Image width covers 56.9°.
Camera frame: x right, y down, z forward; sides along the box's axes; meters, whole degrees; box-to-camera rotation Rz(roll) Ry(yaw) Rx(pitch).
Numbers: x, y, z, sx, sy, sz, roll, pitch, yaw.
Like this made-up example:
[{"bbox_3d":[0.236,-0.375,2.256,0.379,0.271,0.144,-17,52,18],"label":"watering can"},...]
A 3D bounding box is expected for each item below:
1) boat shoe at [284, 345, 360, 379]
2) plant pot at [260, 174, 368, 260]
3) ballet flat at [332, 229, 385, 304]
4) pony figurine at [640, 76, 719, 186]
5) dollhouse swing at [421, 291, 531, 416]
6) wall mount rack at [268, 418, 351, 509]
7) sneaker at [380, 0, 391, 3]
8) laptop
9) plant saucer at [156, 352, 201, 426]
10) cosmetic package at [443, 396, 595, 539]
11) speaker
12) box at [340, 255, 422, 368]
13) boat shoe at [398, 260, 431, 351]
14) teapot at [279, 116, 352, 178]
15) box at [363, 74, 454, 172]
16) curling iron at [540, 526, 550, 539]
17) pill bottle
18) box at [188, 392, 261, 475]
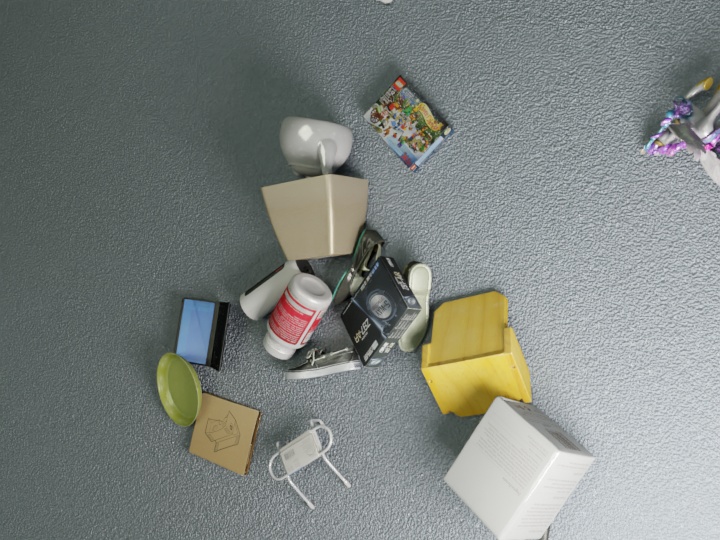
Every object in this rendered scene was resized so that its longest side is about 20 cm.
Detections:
[{"bbox_3d":[-0.096,0.219,1.598,0.197,0.073,0.069,-15,79,26],"label":"boat shoe"},{"bbox_3d":[-0.099,-0.120,1.601,0.197,0.199,0.180,-7,89,28],"label":"plant pot"},{"bbox_3d":[0.000,0.000,1.590,0.068,0.068,0.203,26,95,21],"label":"ballet flat"},{"bbox_3d":[0.639,-0.261,1.240,0.200,0.166,0.194,-45,31,19],"label":"pony figurine"},{"bbox_3d":[0.253,0.178,1.432,0.197,0.177,0.184,-15,115,26],"label":"dollhouse swing"},{"bbox_3d":[-0.117,0.458,1.575,0.199,0.074,0.175,-36,63,20],"label":"wall mount rack"},{"bbox_3d":[0.077,-0.785,1.683,0.088,0.075,0.202,36,101,41],"label":"sneaker"},{"bbox_3d":[-0.425,0.166,1.773,0.199,0.102,0.181,175,103,-67],"label":"laptop"},{"bbox_3d":[-0.484,0.318,1.797,0.198,0.031,0.204,10,106,40],"label":"plant saucer"},{"bbox_3d":[0.302,0.379,1.273,0.166,0.166,0.202,40,102,43],"label":"cosmetic package"},{"bbox_3d":[-0.210,0.043,1.691,0.199,0.081,0.082,-35,66,21],"label":"speaker"},{"bbox_3d":[0.042,0.095,1.506,0.201,0.043,0.161,-56,45,32],"label":"box"},{"bbox_3d":[0.117,0.081,1.512,0.061,0.071,0.205,-146,65,-70],"label":"boat shoe"},{"bbox_3d":[-0.116,-0.292,1.645,0.194,0.200,0.149,12,98,19],"label":"teapot"},{"bbox_3d":[0.113,-0.354,1.601,0.137,0.038,0.201,-46,63,15],"label":"box"},{"bbox_3d":[0.379,0.462,1.313,0.049,0.025,0.203,12,87,41],"label":"curling iron"},{"bbox_3d":[-0.159,0.115,1.620,0.112,0.111,0.201,46,118,27],"label":"pill bottle"},{"bbox_3d":[-0.356,0.423,1.741,0.197,0.021,0.166,11,86,31],"label":"box"}]
